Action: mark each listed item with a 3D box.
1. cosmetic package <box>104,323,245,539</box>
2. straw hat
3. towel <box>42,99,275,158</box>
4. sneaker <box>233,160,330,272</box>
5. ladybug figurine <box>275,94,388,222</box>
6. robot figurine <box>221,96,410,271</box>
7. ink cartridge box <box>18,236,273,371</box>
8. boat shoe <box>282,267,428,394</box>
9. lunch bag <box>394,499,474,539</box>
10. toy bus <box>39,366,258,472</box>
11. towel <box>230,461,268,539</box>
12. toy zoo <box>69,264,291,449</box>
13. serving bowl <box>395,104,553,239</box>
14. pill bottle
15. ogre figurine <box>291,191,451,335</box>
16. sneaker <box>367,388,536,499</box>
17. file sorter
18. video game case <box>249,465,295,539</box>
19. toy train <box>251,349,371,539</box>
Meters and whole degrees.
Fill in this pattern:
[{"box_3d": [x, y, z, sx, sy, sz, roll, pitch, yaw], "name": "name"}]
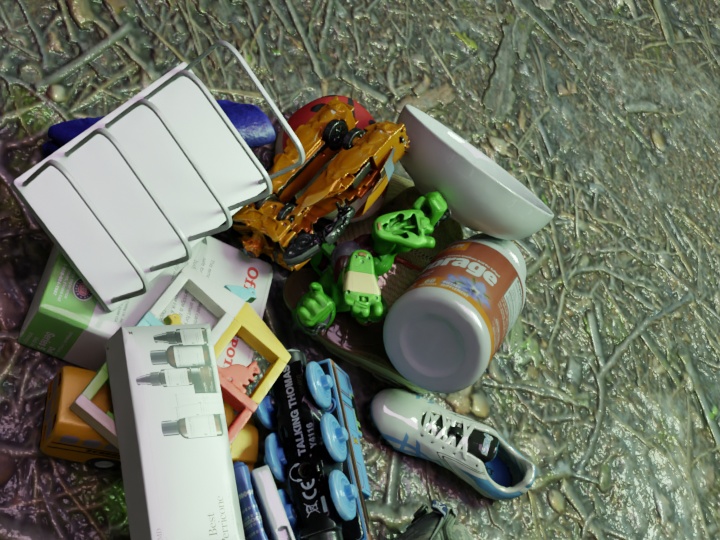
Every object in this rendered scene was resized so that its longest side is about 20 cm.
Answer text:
[{"box_3d": [-0.151, 0.146, 0.888, 0.082, 0.051, 0.202, -2, 70, -31], "name": "cosmetic package"}, {"box_3d": [0.069, -0.048, 1.249, 0.199, 0.085, 0.203, 16, 56, -26], "name": "straw hat"}, {"box_3d": [-0.201, -0.134, 1.073, 0.198, 0.147, 0.050, -17, 107, -30], "name": "towel"}, {"box_3d": [-0.104, -0.071, 1.160, 0.199, 0.066, 0.091, 30, 54, -13], "name": "sneaker"}, {"box_3d": [-0.025, -0.134, 1.215, 0.134, 0.072, 0.201, 16, 37, -17], "name": "ladybug figurine"}, {"box_3d": [-0.046, -0.081, 1.080, 0.144, 0.058, 0.200, 27, 66, 33], "name": "robot figurine"}, {"box_3d": [-0.198, 0.030, 1.029, 0.199, 0.084, 0.147, 25, 54, -19], "name": "ink cartridge box"}, {"box_3d": [0.001, 0.070, 1.165, 0.199, 0.063, 0.074, 29, 63, -9], "name": "boat shoe"}, {"box_3d": [0.081, 0.336, 1.015, 0.201, 0.139, 0.167, 55, 33, 4], "name": "lunch bag"}, {"box_3d": [-0.183, 0.142, 0.979, 0.198, 0.078, 0.066, 15, 57, -26], "name": "toy bus"}, {"box_3d": [-0.083, 0.269, 0.932, 0.024, 0.145, 0.202, -16, 75, -23], "name": "towel"}, {"box_3d": [-0.146, 0.086, 0.964, 0.131, 0.020, 0.201, 42, 53, -9], "name": "toy zoo"}, {"box_3d": [0.110, -0.094, 1.175, 0.199, 0.066, 0.200, 35, 12, -9], "name": "serving bowl"}, {"box_3d": [0.107, 0.034, 1.133, 0.112, 0.112, 0.200, 47, 32, -2], "name": "pill bottle"}, {"box_3d": [0.000, 0.000, 1.088, 0.098, 0.120, 0.201, 32, 64, -10], "name": "ogre figurine"}, {"box_3d": [0.099, 0.178, 1.152, 0.199, 0.072, 0.072, 30, 53, -14], "name": "sneaker"}, {"box_3d": [-0.165, -0.084, 0.935, 0.200, 0.124, 0.139, -42, 104, -28], "name": "file sorter"}, {"box_3d": [-0.059, 0.281, 0.933, 0.018, 0.143, 0.202, -16, 68, -19], "name": "video game case"}, {"box_3d": [-0.039, 0.175, 1.026, 0.114, 0.086, 0.202, 44, 28, -60], "name": "toy train"}]
